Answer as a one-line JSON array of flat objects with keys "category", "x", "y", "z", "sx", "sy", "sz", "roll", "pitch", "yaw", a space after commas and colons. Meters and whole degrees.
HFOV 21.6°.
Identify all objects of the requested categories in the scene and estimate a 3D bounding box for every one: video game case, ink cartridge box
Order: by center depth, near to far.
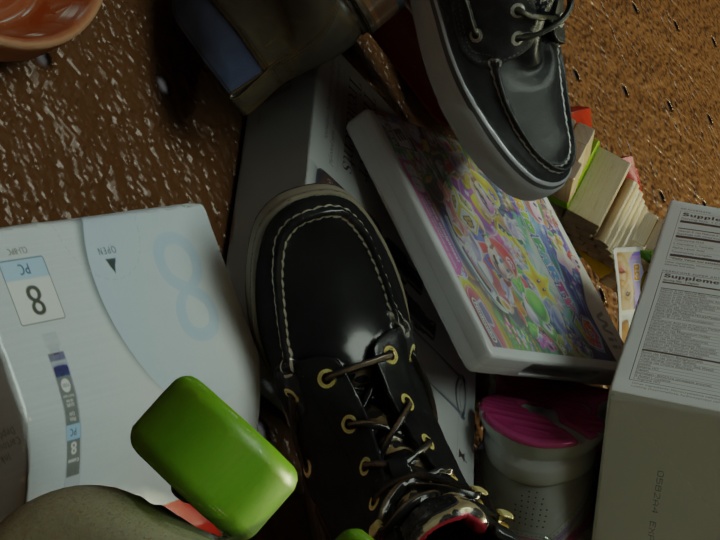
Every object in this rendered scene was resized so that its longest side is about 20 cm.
[{"category": "ink cartridge box", "x": -0.088, "y": 0.076, "z": 0.757, "sx": 0.160, "sy": 0.047, "sz": 0.201, "roll": -11, "pitch": 77, "yaw": -61}, {"category": "video game case", "x": 0.075, "y": -0.008, "z": 1.004, "sx": 0.200, "sy": 0.018, "sz": 0.144, "roll": 11, "pitch": 49, "yaw": -61}]

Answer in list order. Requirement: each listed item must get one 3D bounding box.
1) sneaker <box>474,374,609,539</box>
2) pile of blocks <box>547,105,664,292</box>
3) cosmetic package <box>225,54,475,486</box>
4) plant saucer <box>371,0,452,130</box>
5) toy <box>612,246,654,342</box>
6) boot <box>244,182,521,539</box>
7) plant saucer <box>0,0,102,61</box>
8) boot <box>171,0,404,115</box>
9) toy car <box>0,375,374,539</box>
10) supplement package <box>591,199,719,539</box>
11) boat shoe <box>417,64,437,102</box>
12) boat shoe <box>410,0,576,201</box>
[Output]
[{"category": "sneaker", "x": 0.095, "y": 0.106, "z": 1.020, "sx": 0.200, "sy": 0.081, "sz": 0.089, "roll": -21, "pitch": 122, "yaw": -74}, {"category": "pile of blocks", "x": 0.139, "y": -0.056, "z": 1.188, "sx": 0.062, "sy": 0.082, "sz": 0.200, "roll": -61, "pitch": 145, "yaw": -13}, {"category": "cosmetic package", "x": 0.000, "y": 0.000, "z": 0.962, "sx": 0.151, "sy": 0.051, "sz": 0.201, "roll": 46, "pitch": 34, "yaw": -36}, {"category": "plant saucer", "x": 0.019, "y": -0.155, "z": 1.008, "sx": 0.200, "sy": 0.037, "sz": 0.200, "roll": 51, "pitch": -2, "yaw": -16}, {"category": "toy", "x": 0.198, "y": 0.084, "z": 1.170, "sx": 0.115, "sy": 0.047, "sz": 0.202, "roll": -3, "pitch": 88, "yaw": -59}, {"category": "boot", "x": 0.013, "y": 0.075, "z": 0.789, "sx": 0.151, "sy": 0.073, "sz": 0.202, "roll": -133, "pitch": -148, "yaw": -61}, {"category": "plant saucer", "x": -0.185, "y": -0.181, "z": 0.808, "sx": 0.200, "sy": 0.032, "sz": 0.202, "roll": 38, "pitch": 39, "yaw": -40}, {"category": "boot", "x": -0.072, "y": -0.162, "z": 0.943, "sx": 0.200, "sy": 0.097, "sz": 0.075, "roll": 47, "pitch": -4, "yaw": 37}, {"category": "toy car", "x": -0.045, "y": 0.162, "z": 0.658, "sx": 0.158, "sy": 0.164, "sz": 0.200, "roll": 39, "pitch": -7, "yaw": 28}, {"category": "supplement package", "x": 0.212, "y": 0.085, "z": 0.991, "sx": 0.200, "sy": 0.149, "sz": 0.153, "roll": -60, "pitch": 156, "yaw": -56}, {"category": "boat shoe", "x": 0.044, "y": -0.186, "z": 1.166, "sx": 0.201, "sy": 0.072, "sz": 0.069, "roll": 62, "pitch": 7, "yaw": 8}, {"category": "boat shoe", "x": 0.067, "y": -0.134, "z": 0.898, "sx": 0.070, "sy": 0.066, "sz": 0.202, "roll": -19, "pitch": 91, "yaw": -44}]
